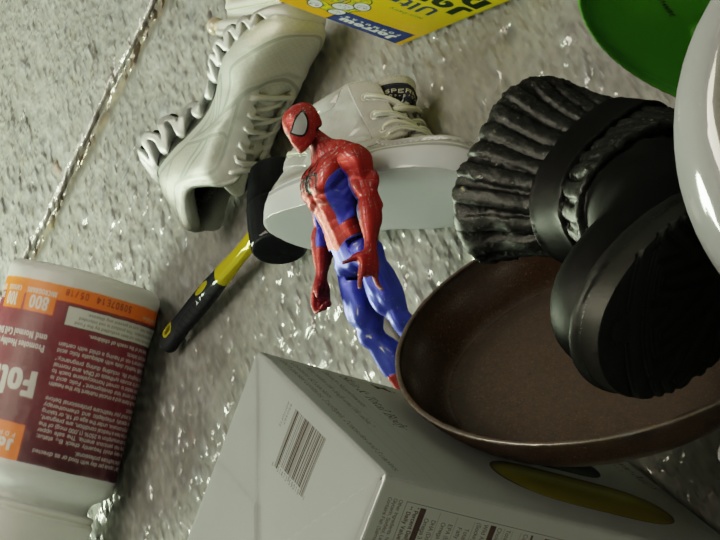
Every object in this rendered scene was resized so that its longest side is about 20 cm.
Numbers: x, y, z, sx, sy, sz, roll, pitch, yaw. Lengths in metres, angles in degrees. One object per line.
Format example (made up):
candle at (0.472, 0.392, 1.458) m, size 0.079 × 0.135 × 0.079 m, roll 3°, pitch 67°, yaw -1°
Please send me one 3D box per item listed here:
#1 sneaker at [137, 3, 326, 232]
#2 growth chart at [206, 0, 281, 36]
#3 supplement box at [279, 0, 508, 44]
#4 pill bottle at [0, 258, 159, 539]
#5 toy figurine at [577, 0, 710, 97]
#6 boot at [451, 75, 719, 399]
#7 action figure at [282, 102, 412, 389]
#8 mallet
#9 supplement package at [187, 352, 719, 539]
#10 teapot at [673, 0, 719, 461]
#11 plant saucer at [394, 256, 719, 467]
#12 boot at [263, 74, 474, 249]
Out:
sneaker at (-0.077, -0.103, 1.524) m, size 0.200 × 0.075 × 0.081 m, roll -49°, pitch 50°, yaw 41°
growth chart at (-0.057, -0.259, 1.615) m, size 0.145 × 0.018 × 0.201 m, roll 26°, pitch 99°, yaw 63°
supplement box at (0.039, -0.218, 1.321) m, size 0.200 × 0.108 × 0.110 m, roll -14°, pitch 63°, yaw 59°
pill bottle at (-0.221, 0.101, 1.614) m, size 0.114 × 0.114 × 0.202 m, roll 2°, pitch 77°, yaw 61°
toy figurine at (0.177, -0.199, 1.003) m, size 0.149 × 0.200 × 0.185 m, roll -2°, pitch 59°, yaw 35°
boot at (0.099, -0.019, 0.987) m, size 0.157 × 0.211 × 0.080 m, roll 11°, pitch 118°, yaw 33°
action figure at (0.000, 0.000, 1.245) m, size 0.065 × 0.051 × 0.201 m, roll -34°, pitch 73°, yaw 56°
mallet at (-0.090, -0.009, 1.524) m, size 0.200 × 0.041 × 0.066 m, roll -40°, pitch 42°, yaw 52°
supplement package at (0.039, 0.151, 1.018) m, size 0.152 × 0.199 × 0.152 m, roll 38°, pitch 109°, yaw 60°
teapot at (0.210, -0.042, 0.873) m, size 0.146 × 0.199 × 0.199 m, roll 73°, pitch -179°, yaw -77°
plant saucer at (0.115, 0.030, 1.010) m, size 0.200 × 0.199 × 0.032 m, roll 40°, pitch 153°, yaw 60°
boot at (0.015, -0.076, 1.329) m, size 0.199 × 0.073 × 0.096 m, roll -11°, pitch 57°, yaw 52°
